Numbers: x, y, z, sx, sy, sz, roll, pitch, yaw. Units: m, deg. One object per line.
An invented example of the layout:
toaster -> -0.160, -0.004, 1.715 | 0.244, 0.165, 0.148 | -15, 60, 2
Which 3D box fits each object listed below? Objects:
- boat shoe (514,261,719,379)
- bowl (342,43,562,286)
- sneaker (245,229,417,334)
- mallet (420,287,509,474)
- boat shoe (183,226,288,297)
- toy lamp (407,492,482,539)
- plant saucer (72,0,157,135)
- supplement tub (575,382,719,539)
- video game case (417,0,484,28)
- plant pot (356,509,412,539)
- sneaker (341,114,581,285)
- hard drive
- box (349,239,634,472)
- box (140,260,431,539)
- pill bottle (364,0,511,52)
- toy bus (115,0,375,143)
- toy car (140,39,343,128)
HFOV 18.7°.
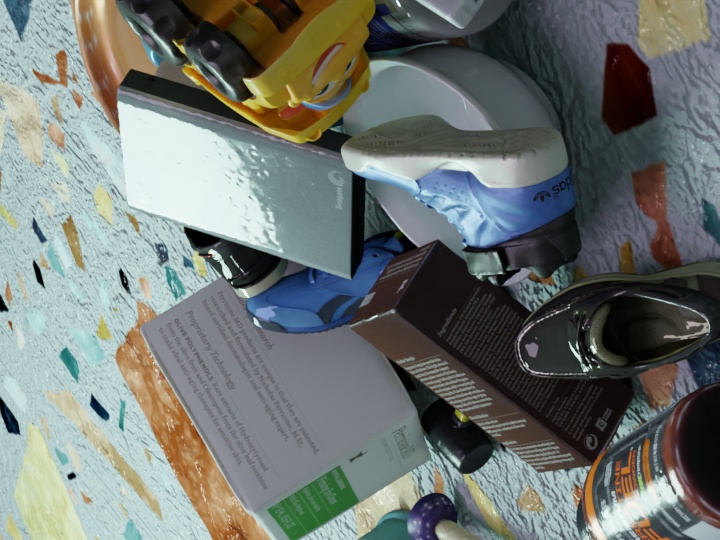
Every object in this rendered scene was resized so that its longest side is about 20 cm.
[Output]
boat shoe -> 0.182, 0.040, 1.543 | 0.200, 0.066, 0.072 | -15, 95, 40
bowl -> 0.087, -0.094, 1.626 | 0.201, 0.090, 0.202 | 37, 149, 27
sneaker -> 0.000, 0.000, 1.791 | 0.066, 0.199, 0.079 | -88, -11, -54
mallet -> 0.102, 0.095, 1.833 | 0.066, 0.041, 0.200 | 54, 147, 25
boat shoe -> -0.114, -0.042, 1.868 | 0.063, 0.074, 0.201 | 53, 180, -24
toy lamp -> 0.118, 0.254, 1.905 | 0.200, 0.058, 0.059 | 30, 136, 54
plant saucer -> -0.206, -0.203, 2.042 | 0.200, 0.037, 0.201 | 42, 143, 42
supplement tub -> 0.227, 0.158, 1.572 | 0.107, 0.107, 0.200 | 61, 153, 10
video game case -> 0.059, -0.280, 1.494 | 0.023, 0.182, 0.200 | 31, -174, -47
plant pot -> -0.007, 0.356, 2.054 | 0.200, 0.195, 0.201 | 42, 144, 41
sneaker -> 0.071, -0.044, 1.529 | 0.199, 0.077, 0.112 | 6, 120, 43
hard drive -> -0.091, -0.075, 1.714 | 0.199, 0.033, 0.140 | 17, 141, 13
box -> 0.099, 0.068, 1.669 | 0.200, 0.075, 0.100 | 36, 162, -13
box -> -0.061, 0.109, 1.921 | 0.201, 0.171, 0.199 | 57, 176, 17
pill bottle -> 0.020, -0.225, 1.633 | 0.200, 0.119, 0.120 | -1, 110, 61
toy bus -> -0.059, -0.158, 1.556 | 0.200, 0.136, 0.192 | 36, 165, 43
toy car -> -0.067, -0.138, 1.871 | 0.185, 0.176, 0.200 | 61, -175, 38
